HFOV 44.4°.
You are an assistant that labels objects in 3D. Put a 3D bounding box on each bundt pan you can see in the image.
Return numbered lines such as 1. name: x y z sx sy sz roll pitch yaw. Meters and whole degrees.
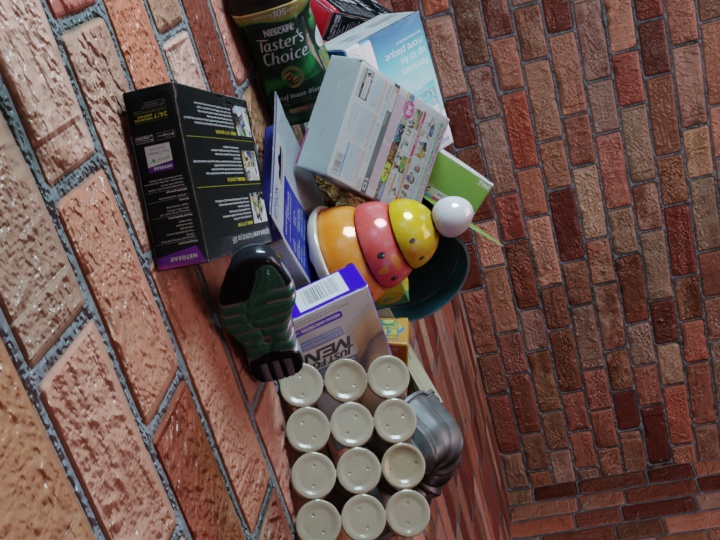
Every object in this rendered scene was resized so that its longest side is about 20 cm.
1. bundt pan: 0.051 0.246 1.066 0.076 0.202 0.202 39 -9 28

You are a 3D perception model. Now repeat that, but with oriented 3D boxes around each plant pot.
1. plant pot: 0.057 -0.050 1.457 0.189 0.198 0.201 -111 178 -46

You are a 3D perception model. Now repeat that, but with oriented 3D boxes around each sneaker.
1. sneaker: -0.102 0.026 0.868 0.201 0.073 0.088 88 -12 -52

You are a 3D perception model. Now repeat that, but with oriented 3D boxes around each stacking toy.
1. stacking toy: 0.045 -0.043 1.089 0.147 0.198 0.147 53 23 -35

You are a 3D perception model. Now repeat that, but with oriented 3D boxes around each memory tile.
1. memory tile: -0.006 0.197 0.974 0.017 0.151 0.203 107 -24 -70

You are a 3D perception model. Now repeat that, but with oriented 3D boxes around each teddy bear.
1. teddy bear: -0.027 -0.133 1.328 0.145 0.067 0.200 42 19 3

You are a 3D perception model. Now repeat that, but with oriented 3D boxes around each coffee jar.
1. coffee jar: -0.096 -0.291 1.123 0.086 0.103 0.202 -87 161 -52

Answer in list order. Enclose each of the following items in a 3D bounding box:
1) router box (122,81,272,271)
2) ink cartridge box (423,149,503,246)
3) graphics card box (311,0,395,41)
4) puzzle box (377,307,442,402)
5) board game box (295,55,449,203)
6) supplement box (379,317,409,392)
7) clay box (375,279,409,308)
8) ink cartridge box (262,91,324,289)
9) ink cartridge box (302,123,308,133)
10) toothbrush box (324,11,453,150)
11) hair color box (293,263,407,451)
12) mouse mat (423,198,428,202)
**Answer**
1. router box: -0.142 -0.087 0.814 0.200 0.050 0.151 -31 110 -78
2. ink cartridge box: 0.145 -0.132 1.374 0.147 0.076 0.200 26 12 -36
3. graphics card box: -0.019 -0.393 1.370 0.199 0.051 0.125 -6 40 -46
4. puzzle box: 0.067 0.175 1.382 0.134 0.025 0.201 97 -27 -44
5. board game box: 0.020 -0.168 1.146 0.199 0.064 0.149 22 87 -49
6. supplement box: 0.037 0.168 1.298 0.069 0.065 0.202 -82 172 -60
7. clay box: 0.000 0.000 1.279 0.201 0.113 0.048 64 19 -50
8. ink cartridge box: -0.091 -0.079 1.095 0.201 0.046 0.200 61 21 -50
9. ink cartridge box: -0.017 -0.292 1.410 0.201 0.144 0.084 -79 154 -64
10. toothbrush box: 0.033 -0.244 1.255 0.085 0.146 0.202 17 -47 50
11. hair color box: -0.018 0.107 1.055 0.065 0.108 0.202 -124 -169 -57
12. mouse mat: 0.067 -0.146 1.423 0.199 0.008 0.161 22 16 -45
